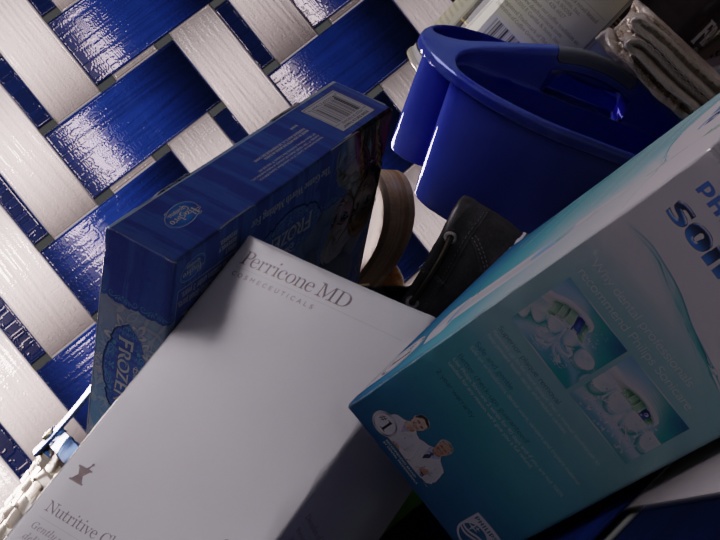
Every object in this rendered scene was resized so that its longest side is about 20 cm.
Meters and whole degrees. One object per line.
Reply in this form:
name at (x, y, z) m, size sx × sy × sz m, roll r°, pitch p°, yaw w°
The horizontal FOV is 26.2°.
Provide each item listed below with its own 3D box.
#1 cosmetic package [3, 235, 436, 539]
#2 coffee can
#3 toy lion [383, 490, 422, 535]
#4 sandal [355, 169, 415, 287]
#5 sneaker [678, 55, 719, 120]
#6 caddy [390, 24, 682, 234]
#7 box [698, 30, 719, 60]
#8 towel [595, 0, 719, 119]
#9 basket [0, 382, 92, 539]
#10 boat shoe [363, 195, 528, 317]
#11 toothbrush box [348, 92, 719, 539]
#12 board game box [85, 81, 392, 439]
cosmetic package at (-0.055, 0.095, 0.665) m, size 0.201 × 0.112 × 0.081 m, roll -55°, pitch -31°, yaw -24°
coffee can at (0.149, -0.170, 1.035) m, size 0.200 × 0.146 × 0.146 m, roll -46°, pitch -1°, yaw 15°
toy lion at (-0.023, 0.139, 0.828) m, size 0.191 × 0.069 × 0.200 m, roll -31°, pitch -4°, yaw -37°
sandal at (0.001, 0.005, 0.944) m, size 0.069 × 0.078 × 0.212 m, roll 0°, pitch -25°, yaw -26°
sneaker at (0.192, -0.054, 1.007) m, size 0.200 × 0.074 × 0.082 m, roll -49°, pitch 5°, yaw 29°
caddy at (0.114, -0.078, 0.891) m, size 0.106 × 0.198 × 0.142 m, roll -63°, pitch 24°, yaw 22°
box at (0.229, -0.101, 1.096) m, size 0.200 × 0.082 × 0.068 m, roll -41°, pitch -1°, yaw 33°
towel at (0.190, -0.096, 0.862) m, size 0.034 × 0.132 × 0.200 m, roll -46°, pitch -2°, yaw 14°
basket at (-0.132, 0.157, 0.972) m, size 0.200 × 0.176 × 0.139 m, roll -50°, pitch 14°, yaw -14°
boat shoe at (0.019, 0.032, 0.831) m, size 0.200 × 0.066 × 0.070 m, roll -47°, pitch 1°, yaw 43°
toothbrush box at (0.111, 0.007, 0.580) m, size 0.200 × 0.085 × 0.146 m, roll -40°, pitch 0°, yaw 42°
board game box at (-0.063, 0.029, 0.793) m, size 0.200 × 0.043 × 0.200 m, roll -40°, pitch -30°, yaw -50°
